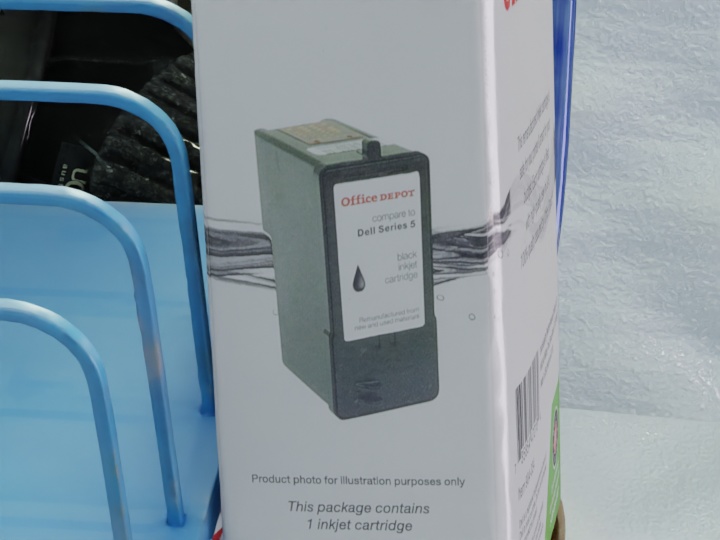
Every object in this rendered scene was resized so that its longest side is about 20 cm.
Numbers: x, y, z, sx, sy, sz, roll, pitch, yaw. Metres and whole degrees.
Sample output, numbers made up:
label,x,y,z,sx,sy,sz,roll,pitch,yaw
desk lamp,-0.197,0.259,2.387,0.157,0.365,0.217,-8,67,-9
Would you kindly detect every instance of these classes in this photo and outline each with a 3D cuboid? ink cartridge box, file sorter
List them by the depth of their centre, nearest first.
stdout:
label,x,y,z,sx,sy,sz,roll,pitch,yaw
file sorter,-0.106,0.000,0.660,0.201,0.138,0.123,-76,165,-52
ink cartridge box,0.011,-0.007,0.693,0.146,0.083,0.202,-52,140,-74

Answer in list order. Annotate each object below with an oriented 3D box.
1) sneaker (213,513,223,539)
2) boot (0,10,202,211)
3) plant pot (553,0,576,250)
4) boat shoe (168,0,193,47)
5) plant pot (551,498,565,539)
label,x,y,z,sx,sy,sz,roll,pitch,yaw
sneaker,-0.074,0.078,0.828,0.071,0.199,0.113,-53,-171,38
boot,-0.057,-0.055,0.863,0.212,0.157,0.080,-85,-169,-59
plant pot,0.021,-0.097,1.423,0.180,0.198,0.202,78,17,-87
boat shoe,-0.083,-0.053,1.001,0.075,0.085,0.204,48,47,-80
plant pot,-0.015,0.107,1.305,0.200,0.185,0.187,-125,-152,-48
